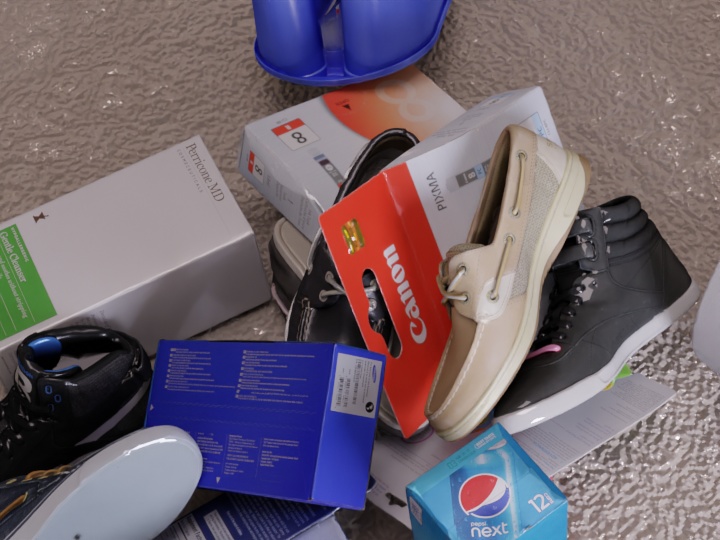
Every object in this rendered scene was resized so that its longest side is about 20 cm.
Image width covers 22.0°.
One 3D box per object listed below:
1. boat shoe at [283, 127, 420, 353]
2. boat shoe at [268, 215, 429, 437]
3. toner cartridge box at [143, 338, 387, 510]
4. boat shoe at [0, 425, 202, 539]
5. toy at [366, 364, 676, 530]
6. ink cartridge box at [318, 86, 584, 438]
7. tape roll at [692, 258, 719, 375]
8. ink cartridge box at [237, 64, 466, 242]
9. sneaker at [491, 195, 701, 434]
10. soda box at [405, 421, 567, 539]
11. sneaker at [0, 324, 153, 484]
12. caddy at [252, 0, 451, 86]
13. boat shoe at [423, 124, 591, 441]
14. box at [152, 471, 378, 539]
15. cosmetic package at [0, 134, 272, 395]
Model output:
[{"bbox_3d":[0.000,0.000,1.199,0.074,0.060,0.201,20,66,6],"label":"boat shoe"},{"bbox_3d":[-0.007,0.045,1.260,0.067,0.057,0.200,-13,51,-25],"label":"boat shoe"},{"bbox_3d":[-0.066,0.093,1.158,0.200,0.043,0.096,-1,76,53],"label":"toner cartridge box"},{"bbox_3d":[-0.192,0.150,1.176,0.200,0.071,0.091,-40,36,6],"label":"boat shoe"},{"bbox_3d":[0.097,0.118,1.203,0.200,0.047,0.115,-31,34,-22],"label":"toy"},{"bbox_3d":[0.074,-0.008,1.197,0.047,0.161,0.200,-6,22,44],"label":"ink cartridge box"},{"bbox_3d":[0.323,0.016,1.156,0.203,0.203,0.139,-41,62,-18],"label":"tape roll"},{"bbox_3d":[0.034,-0.056,1.297,0.162,0.050,0.200,-25,52,-34],"label":"ink cartridge box"},{"bbox_3d":[0.131,0.023,1.180,0.200,0.071,0.099,-37,100,-36],"label":"sneaker"},{"bbox_3d":[0.077,0.172,1.085,0.068,0.200,0.064,-34,62,-14],"label":"soda box"},{"bbox_3d":[-0.231,0.098,1.225,0.199,0.112,0.073,-30,56,-13],"label":"sneaker"},{"bbox_3d":[-0.007,-0.209,1.392,0.141,0.105,0.200,0,36,16],"label":"caddy"},{"bbox_3d":[0.077,0.007,1.148,0.065,0.072,0.201,27,80,-17],"label":"boat shoe"},{"bbox_3d":[-0.082,0.176,1.159,0.199,0.033,0.121,-31,18,-7],"label":"box"},{"bbox_3d":[-0.175,0.003,1.297,0.199,0.085,0.108,-27,55,-9],"label":"cosmetic package"}]
